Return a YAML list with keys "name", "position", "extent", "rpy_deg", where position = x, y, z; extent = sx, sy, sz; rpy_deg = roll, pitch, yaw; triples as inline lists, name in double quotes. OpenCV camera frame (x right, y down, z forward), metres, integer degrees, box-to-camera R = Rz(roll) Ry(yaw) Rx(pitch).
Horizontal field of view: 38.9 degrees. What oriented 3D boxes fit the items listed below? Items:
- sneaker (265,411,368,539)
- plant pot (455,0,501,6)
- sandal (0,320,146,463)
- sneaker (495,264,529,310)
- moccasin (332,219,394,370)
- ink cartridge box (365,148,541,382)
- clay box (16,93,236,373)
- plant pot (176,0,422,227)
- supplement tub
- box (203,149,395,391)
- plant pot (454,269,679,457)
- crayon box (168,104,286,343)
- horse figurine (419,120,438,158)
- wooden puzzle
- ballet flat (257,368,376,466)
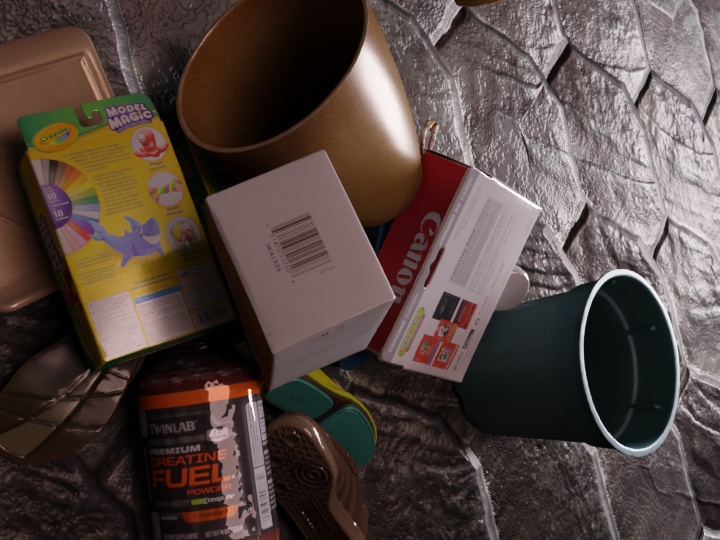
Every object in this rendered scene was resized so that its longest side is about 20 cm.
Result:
- name: "sneaker"
  position: [-0.041, 0.190, 0.957]
  extent: [0.076, 0.070, 0.200]
  rpy_deg: [-76, 156, -49]
- name: "plant pot"
  position: [0.139, -0.422, 1.199]
  extent: [0.186, 0.186, 0.201]
  rpy_deg: [-36, 121, -42]
- name: "sandal"
  position: [-0.220, 0.068, 0.823]
  extent: [0.082, 0.055, 0.200]
  rpy_deg: [32, 68, -10]
- name: "sneaker"
  position: [0.085, -0.002, 1.138]
  extent: [0.199, 0.089, 0.075]
  rpy_deg: [10, 116, -23]
- name: "moccasin"
  position: [0.000, 0.000, 1.042]
  extent: [0.080, 0.068, 0.201]
  rpy_deg: [11, 97, -57]
- name: "ink cartridge box"
  position: [0.072, -0.005, 0.991]
  extent: [0.175, 0.084, 0.200]
  rpy_deg: [21, 94, -58]
- name: "clay box"
  position: [-0.188, -0.033, 0.802]
  extent: [0.115, 0.048, 0.201]
  rpy_deg: [-18, 83, -31]
- name: "plant pot"
  position: [-0.027, -0.129, 0.903]
  extent: [0.200, 0.186, 0.187]
  rpy_deg: [43, 53, -47]
- name: "supplement tub"
  position: [-0.132, 0.143, 0.863]
  extent: [0.107, 0.107, 0.201]
  rpy_deg: [-5, 85, -45]
- name: "box"
  position: [-0.053, 0.009, 0.804]
  extent: [0.097, 0.200, 0.125]
  rpy_deg: [-24, 79, -11]
- name: "plant pot"
  position: [0.225, 0.110, 1.158]
  extent: [0.200, 0.196, 0.201]
  rpy_deg: [10, 76, -43]
- name: "crayon box"
  position: [-0.103, -0.047, 0.961]
  extent: [0.119, 0.058, 0.201]
  rpy_deg: [-28, 102, -44]
- name: "horse figurine"
  position: [0.042, -0.102, 1.114]
  extent: [0.200, 0.050, 0.133]
  rpy_deg: [-1, 100, -53]
- name: "wooden puzzle"
  position: [-0.265, -0.087, 0.829]
  extent: [0.185, 0.037, 0.200]
  rpy_deg: [-32, 100, -43]
- name: "ballet flat"
  position: [-0.041, 0.122, 0.975]
  extent: [0.200, 0.067, 0.067]
  rpy_deg: [51, 11, -49]
